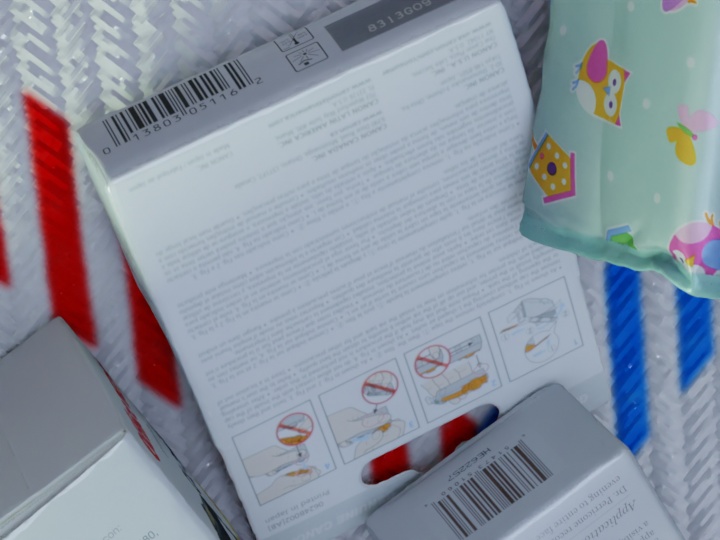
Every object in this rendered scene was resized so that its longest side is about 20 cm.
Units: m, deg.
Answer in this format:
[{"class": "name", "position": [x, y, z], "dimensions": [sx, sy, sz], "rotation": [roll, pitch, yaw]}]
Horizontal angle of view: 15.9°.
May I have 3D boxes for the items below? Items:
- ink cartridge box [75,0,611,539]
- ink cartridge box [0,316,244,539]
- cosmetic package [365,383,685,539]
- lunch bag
[{"class": "ink cartridge box", "position": [0.000, 0.000, 0.982], "dimensions": [0.160, 0.047, 0.201], "rotation": [-25, 127, -8]}, {"class": "ink cartridge box", "position": [-0.071, 0.130, 0.935], "dimensions": [0.083, 0.146, 0.200], "rotation": [-38, 112, -3]}, {"class": "cosmetic package", "position": [0.098, 0.155, 1.024], "dimensions": [0.101, 0.074, 0.200], "rotation": [-34, 118, -4]}, {"class": "lunch bag", "position": [0.170, -0.083, 0.955], "dimensions": [0.199, 0.122, 0.171], "rotation": [-1, 104, -37]}]
